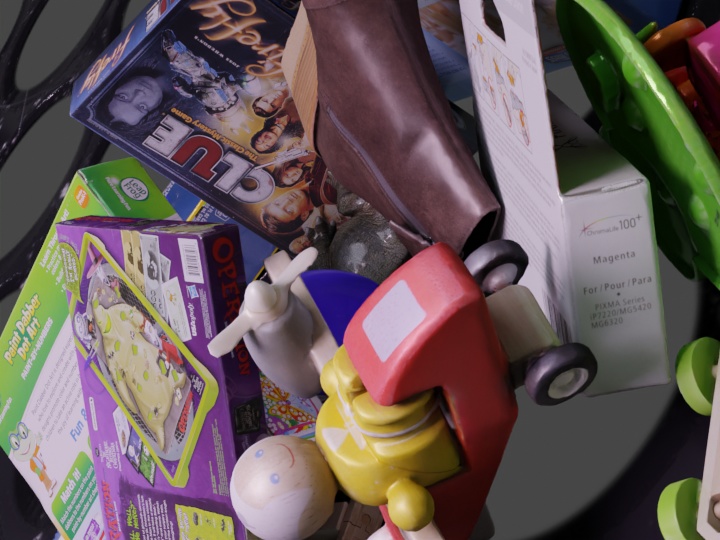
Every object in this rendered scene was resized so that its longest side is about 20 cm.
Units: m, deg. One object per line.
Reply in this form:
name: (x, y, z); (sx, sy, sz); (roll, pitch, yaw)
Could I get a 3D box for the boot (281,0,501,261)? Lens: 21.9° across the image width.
boot: (0.025, -0.096, 0.915); (0.167, 0.072, 0.200); (55, 156, 22)

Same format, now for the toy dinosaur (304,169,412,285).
toy dinosaur: (0.000, 0.000, 1.047); (0.200, 0.077, 0.102); (-47, 21, 13)

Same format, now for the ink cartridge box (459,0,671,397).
ink cartridge box: (0.086, -0.058, 0.845); (0.043, 0.174, 0.200); (-10, 18, -4)

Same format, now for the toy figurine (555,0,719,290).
toy figurine: (0.198, -0.089, 0.779); (0.184, 0.200, 0.150); (-31, 73, -1)

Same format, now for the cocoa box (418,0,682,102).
cocoa box: (0.083, -0.197, 1.056); (0.200, 0.133, 0.132); (-11, 54, 55)

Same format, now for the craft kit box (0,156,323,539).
craft kit box: (-0.115, 0.079, 0.986); (0.198, 0.048, 0.200); (50, 133, 19)

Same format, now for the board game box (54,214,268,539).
board game box: (-0.092, 0.074, 0.910); (0.120, 0.032, 0.201); (4, 106, 42)

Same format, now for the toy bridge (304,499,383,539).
toy bridge: (-0.017, 0.135, 0.981); (0.067, 0.027, 0.200); (-14, 49, 53)

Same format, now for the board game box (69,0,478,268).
board game box: (-0.049, -0.089, 1.086); (0.135, 0.200, 0.035); (-42, 32, 29)

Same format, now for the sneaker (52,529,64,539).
sneaker: (-0.120, 0.129, 1.128); (0.088, 0.075, 0.201); (2, 69, 47)

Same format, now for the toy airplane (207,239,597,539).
toy airplane: (0.008, 0.087, 0.803); (0.200, 0.141, 0.200); (3, 106, 66)

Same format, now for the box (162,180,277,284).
box: (-0.140, 0.032, 1.250); (0.200, 0.070, 0.064); (-54, 29, 5)

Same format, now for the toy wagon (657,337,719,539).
toy wagon: (0.183, 0.071, 0.708); (0.155, 0.040, 0.200); (-27, 40, 45)

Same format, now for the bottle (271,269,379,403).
bottle: (-0.064, 0.062, 1.021); (0.200, 0.083, 0.065); (-32, 64, 47)
